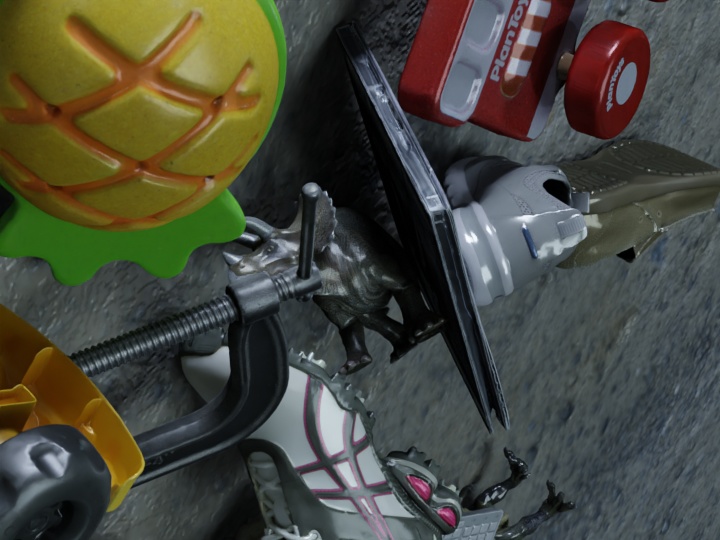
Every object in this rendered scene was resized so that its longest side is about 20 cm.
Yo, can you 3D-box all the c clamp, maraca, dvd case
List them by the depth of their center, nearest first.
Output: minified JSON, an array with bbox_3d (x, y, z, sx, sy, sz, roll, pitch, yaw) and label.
[{"bbox_3d":[-0.101,-0.064,0.718,0.137,0.107,0.200,-2,138,-11],"label":"maraca"},{"bbox_3d":[-0.105,0.048,0.801,0.200,0.027,0.171,-25,146,-14],"label":"c clamp"},{"bbox_3d":[0.036,-0.020,0.938,0.016,0.149,0.200,-22,140,-3],"label":"dvd case"}]

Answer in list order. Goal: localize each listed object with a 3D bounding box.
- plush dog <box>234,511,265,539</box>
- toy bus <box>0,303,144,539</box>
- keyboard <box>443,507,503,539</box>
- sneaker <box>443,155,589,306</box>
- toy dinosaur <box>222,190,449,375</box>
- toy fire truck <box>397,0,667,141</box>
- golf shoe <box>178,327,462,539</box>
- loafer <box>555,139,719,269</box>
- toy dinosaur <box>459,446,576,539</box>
[{"bbox_3d":[-0.012,0.257,0.980,0.160,0.172,0.200,-147,-100,-78],"label":"plush dog"},{"bbox_3d":[-0.215,0.108,0.665,0.200,0.136,0.192,-2,129,-55],"label":"toy bus"},{"bbox_3d":[0.019,0.196,1.144,0.200,0.011,0.056,-2,112,-42],"label":"keyboard"},{"bbox_3d":[0.097,-0.027,1.004,0.200,0.082,0.075,-81,153,-73],"label":"sneaker"},{"bbox_3d":[0.000,0.000,0.942,0.077,0.102,0.200,-30,173,18],"label":"toy dinosaur"},{"bbox_3d":[0.097,-0.167,0.937,0.168,0.112,0.200,9,102,-62],"label":"toy fire truck"},{"bbox_3d":[-0.028,0.107,0.912,0.200,0.077,0.088,43,62,-24],"label":"golf shoe"},{"bbox_3d":[0.188,-0.047,1.217,0.200,0.076,0.068,-11,122,-43],"label":"loafer"},{"bbox_3d":[0.107,0.187,1.274,0.088,0.047,0.200,-48,145,7],"label":"toy dinosaur"}]
